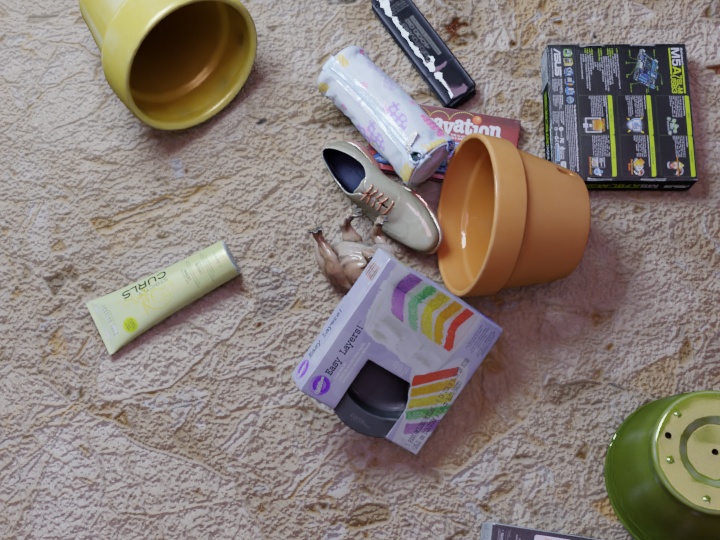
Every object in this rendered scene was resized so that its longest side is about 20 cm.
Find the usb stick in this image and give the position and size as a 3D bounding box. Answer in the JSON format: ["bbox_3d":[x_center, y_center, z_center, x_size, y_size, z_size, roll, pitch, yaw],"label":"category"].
[{"bbox_3d":[0.087,-0.311,1.241,0.055,0.033,0.200,-35,78,0],"label":"usb stick"}]

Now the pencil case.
[{"bbox_3d":[0.031,-0.201,1.167,0.200,0.091,0.083,49,122,15],"label":"pencil case"}]

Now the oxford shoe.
[{"bbox_3d":[0.022,-0.091,1.159,0.200,0.074,0.071,42,111,14],"label":"oxford shoe"}]

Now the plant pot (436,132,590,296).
[{"bbox_3d":[0.191,-0.062,1.108,0.139,0.200,0.201,5,76,-14],"label":"plant pot"}]

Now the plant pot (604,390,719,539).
[{"bbox_3d":[0.385,0.220,1.007,0.199,0.193,0.201,-4,69,9],"label":"plant pot"}]

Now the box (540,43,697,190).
[{"bbox_3d":[0.346,-0.207,1.204,0.192,0.048,0.201,0,76,-1],"label":"box"}]

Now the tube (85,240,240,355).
[{"bbox_3d":[-0.254,0.030,1.162,0.199,0.052,0.058,-28,37,0],"label":"tube"}]

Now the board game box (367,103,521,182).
[{"bbox_3d":[0.112,-0.171,1.214,0.199,0.019,0.103,9,76,4],"label":"board game box"}]

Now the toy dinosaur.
[{"bbox_3d":[0.000,0.000,1.149,0.199,0.136,0.086,19,44,29],"label":"toy dinosaur"}]

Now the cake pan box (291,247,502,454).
[{"bbox_3d":[0.043,0.102,1.072,0.184,0.052,0.200,34,96,-21],"label":"cake pan box"}]

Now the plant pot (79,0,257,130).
[{"bbox_3d":[-0.269,-0.319,1.179,0.201,0.201,0.189,-41,63,-8],"label":"plant pot"}]

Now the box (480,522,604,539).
[{"bbox_3d":[0.242,0.339,1.042,0.199,0.117,0.060,8,74,5],"label":"box"}]
